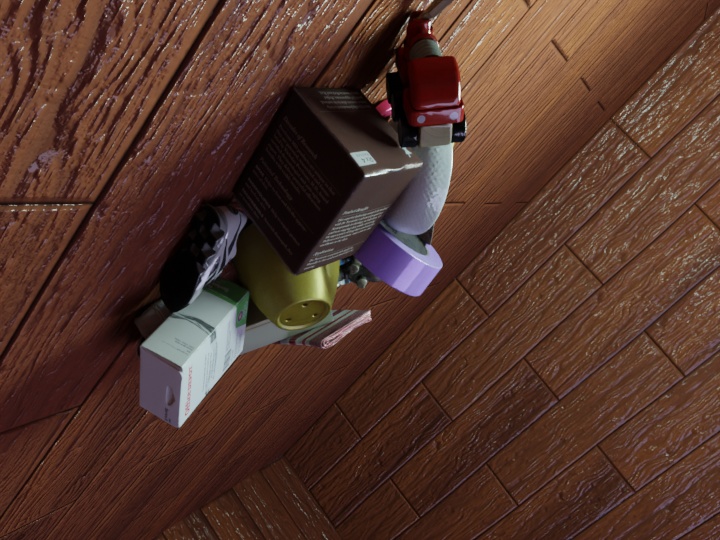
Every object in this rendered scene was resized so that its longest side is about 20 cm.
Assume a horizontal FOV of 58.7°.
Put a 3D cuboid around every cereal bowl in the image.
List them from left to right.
[{"bbox_3d":[0.068,-0.164,1.029,0.081,0.205,0.201,5,145,-20],"label":"cereal bowl"}]

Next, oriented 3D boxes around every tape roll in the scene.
[{"bbox_3d":[0.049,-0.047,1.119,0.066,0.200,0.199,-51,163,18],"label":"tape roll"}]

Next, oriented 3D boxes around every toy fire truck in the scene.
[{"bbox_3d":[0.107,-0.300,0.889,0.124,0.179,0.204,-6,135,-3],"label":"toy fire truck"}]

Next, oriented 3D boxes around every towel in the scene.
[{"bbox_3d":[-0.088,0.114,1.257,0.197,0.023,0.142,-4,-162,47],"label":"towel"}]

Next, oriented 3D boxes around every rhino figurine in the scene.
[{"bbox_3d":[0.000,0.000,1.291,0.193,0.062,0.088,-10,-166,8],"label":"rhino figurine"}]

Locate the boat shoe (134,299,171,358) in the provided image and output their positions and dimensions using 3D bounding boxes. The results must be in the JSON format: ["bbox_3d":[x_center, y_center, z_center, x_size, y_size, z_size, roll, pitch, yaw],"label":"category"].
[{"bbox_3d":[-0.349,0.128,1.093,0.068,0.073,0.201,-30,162,-28],"label":"boat shoe"}]

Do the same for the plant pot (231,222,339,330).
[{"bbox_3d":[-0.114,0.015,1.102,0.194,0.145,0.202,-16,152,-8],"label":"plant pot"}]

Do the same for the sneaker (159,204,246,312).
[{"bbox_3d":[-0.234,-0.014,0.976,0.201,0.075,0.088,-49,162,27],"label":"sneaker"}]

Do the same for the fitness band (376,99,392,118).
[{"bbox_3d":[0.016,-0.204,1.119,0.142,0.037,0.203,-19,142,-52],"label":"fitness band"}]

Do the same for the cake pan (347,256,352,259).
[{"bbox_3d":[0.039,-0.059,1.317,0.194,0.038,0.200,-11,175,-1],"label":"cake pan"}]

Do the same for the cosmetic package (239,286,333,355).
[{"bbox_3d":[-0.159,0.072,1.223,0.195,0.105,0.074,-21,138,-8],"label":"cosmetic package"}]

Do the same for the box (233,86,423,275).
[{"bbox_3d":[-0.049,-0.133,0.940,0.164,0.165,0.201,-20,154,-53],"label":"box"}]

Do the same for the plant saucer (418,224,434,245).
[{"bbox_3d":[0.115,-0.149,1.133,0.031,0.207,0.201,4,162,1],"label":"plant saucer"}]

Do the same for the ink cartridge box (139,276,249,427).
[{"bbox_3d":[-0.269,0.127,1.046,0.201,0.082,0.149,-55,165,-50],"label":"ink cartridge box"}]

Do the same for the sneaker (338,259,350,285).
[{"bbox_3d":[-0.080,0.015,1.380,0.085,0.077,0.200,-4,-151,43],"label":"sneaker"}]
